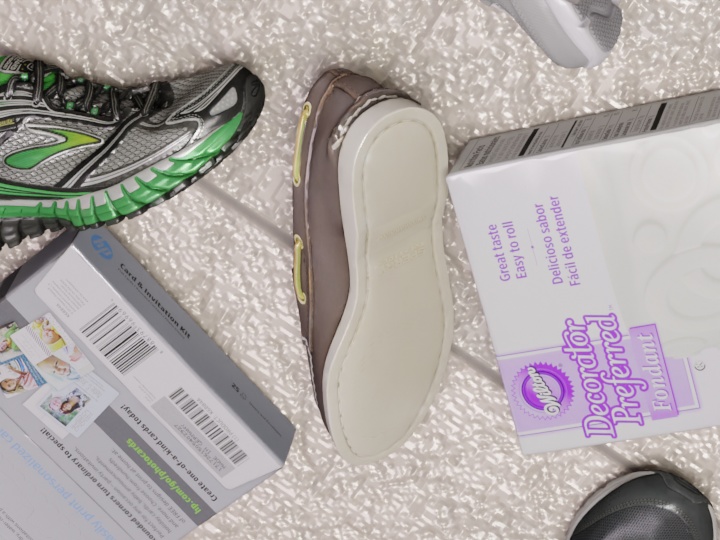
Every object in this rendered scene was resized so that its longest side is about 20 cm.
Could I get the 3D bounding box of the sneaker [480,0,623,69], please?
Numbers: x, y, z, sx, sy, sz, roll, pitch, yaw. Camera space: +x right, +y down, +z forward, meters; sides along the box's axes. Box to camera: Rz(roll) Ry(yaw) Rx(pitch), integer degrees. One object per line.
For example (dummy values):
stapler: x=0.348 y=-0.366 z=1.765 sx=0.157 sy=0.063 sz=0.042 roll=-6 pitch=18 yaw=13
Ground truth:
sneaker: x=0.035 y=-0.161 z=1.011 sx=0.200 sy=0.075 sz=0.082 roll=49 pitch=121 yaw=5

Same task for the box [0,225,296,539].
box: x=-0.157 y=0.087 z=1.160 sx=0.200 sy=0.041 sz=0.156 roll=-37 pitch=105 yaw=23

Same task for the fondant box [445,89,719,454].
fondant box: x=0.155 y=-0.004 z=1.042 sx=0.200 sy=0.058 sz=0.144 roll=-10 pitch=108 yaw=19

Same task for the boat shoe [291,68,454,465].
boat shoe: x=0.000 y=0.000 z=1.082 sx=0.060 sy=0.072 sz=0.200 roll=39 pitch=140 yaw=42

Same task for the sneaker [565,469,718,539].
sneaker: x=0.111 y=0.188 z=1.114 sx=0.074 sy=0.085 sz=0.200 roll=28 pitch=115 yaw=2

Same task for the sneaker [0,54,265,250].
sneaker: x=-0.139 y=-0.064 z=1.084 sx=0.200 sy=0.078 sz=0.085 roll=-14 pitch=106 yaw=20
